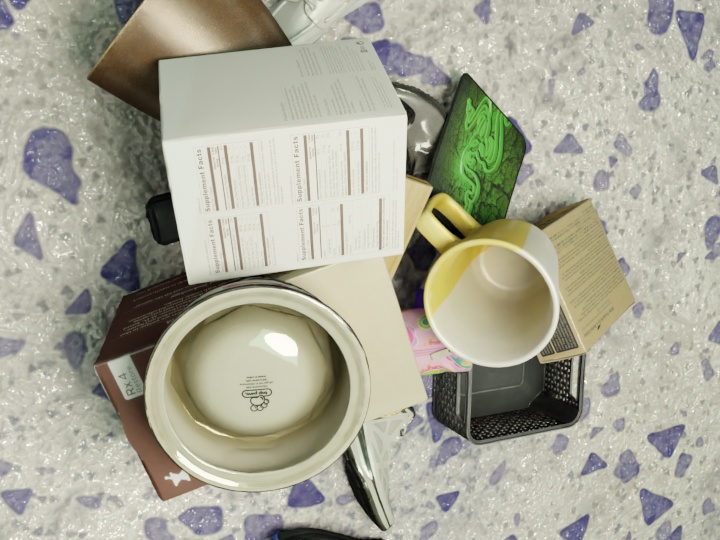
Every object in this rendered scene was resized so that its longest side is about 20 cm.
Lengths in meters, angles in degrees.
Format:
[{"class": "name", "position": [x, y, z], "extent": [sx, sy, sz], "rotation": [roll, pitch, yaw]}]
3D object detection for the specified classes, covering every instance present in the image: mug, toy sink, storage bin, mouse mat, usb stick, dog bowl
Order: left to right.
[{"class": "usb stick", "position": [-0.141, -0.078, 0.939], "extent": [0.199, 0.033, 0.056], "rotation": [-18, 107, -23]}, {"class": "dog bowl", "position": [-0.094, 0.096, 0.766], "extent": [0.199, 0.074, 0.201], "rotation": [-3, 109, -8]}, {"class": "toy sink", "position": [-0.024, 0.052, 0.879], "extent": [0.130, 0.112, 0.201], "rotation": [-20, 123, 0]}, {"class": "mouse mat", "position": [0.151, -0.131, 1.080], "extent": [0.161, 0.008, 0.201], "rotation": [37, 61, -37]}, {"class": "mug", "position": [0.160, -0.006, 0.970], "extent": [0.153, 0.149, 0.188], "rotation": [-46, 124, -60]}, {"class": "storage bin", "position": [0.209, 0.154, 1.183], "extent": [0.199, 0.094, 0.136], "rotation": [-4, 102, -25]}]

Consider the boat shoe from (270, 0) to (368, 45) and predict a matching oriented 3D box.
[{"class": "boat shoe", "position": [-0.053, -0.311, 0.960], "extent": [0.073, 0.065, 0.200], "rotation": [38, 71, 12]}]

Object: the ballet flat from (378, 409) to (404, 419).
[{"class": "ballet flat", "position": [-0.037, 0.170, 1.032], "extent": [0.199, 0.046, 0.068], "rotation": [-4, 126, 8]}]

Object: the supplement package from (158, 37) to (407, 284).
[{"class": "supplement package", "position": [-0.072, -0.103, 0.769], "extent": [0.199, 0.152, 0.151], "rotation": [-8, 130, -8]}]

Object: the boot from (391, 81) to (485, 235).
[{"class": "boot", "position": [0.076, -0.136, 1.048], "extent": [0.199, 0.070, 0.132], "rotation": [30, 65, -27]}]

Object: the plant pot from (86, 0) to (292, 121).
[{"class": "plant pot", "position": [-0.141, -0.206, 0.865], "extent": [0.200, 0.187, 0.187], "rotation": [38, 82, -20]}]

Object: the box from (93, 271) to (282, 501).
[{"class": "box", "position": [-0.162, 0.102, 0.903], "extent": [0.163, 0.200, 0.167], "rotation": [-20, 111, -1]}]

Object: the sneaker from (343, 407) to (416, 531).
[{"class": "sneaker", "position": [0.037, 0.244, 1.123], "extent": [0.115, 0.076, 0.201], "rotation": [-24, 108, -19]}]

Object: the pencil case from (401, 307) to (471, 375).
[{"class": "pencil case", "position": [0.047, 0.093, 1.049], "extent": [0.199, 0.087, 0.088], "rotation": [-5, 104, 5]}]

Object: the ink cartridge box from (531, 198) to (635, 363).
[{"class": "ink cartridge box", "position": [0.277, 0.010, 1.130], "extent": [0.200, 0.075, 0.165], "rotation": [-27, 95, -51]}]

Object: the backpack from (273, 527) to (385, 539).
[{"class": "backpack", "position": [-0.039, 0.433, 1.075], "extent": [0.199, 0.162, 0.168], "rotation": [25, 92, -29]}]

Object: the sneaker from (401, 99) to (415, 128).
[{"class": "sneaker", "position": [-0.019, -0.144, 0.957], "extent": [0.072, 0.083, 0.200], "rotation": [45, 49, 14]}]

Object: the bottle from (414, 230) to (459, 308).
[{"class": "bottle", "position": [0.115, 0.036, 1.122], "extent": [0.083, 0.065, 0.201], "rotation": [29, 87, -52]}]

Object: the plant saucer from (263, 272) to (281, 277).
[{"class": "plant saucer", "position": [-0.090, -0.112, 1.003], "extent": [0.200, 0.048, 0.200], "rotation": [-42, 115, -13]}]

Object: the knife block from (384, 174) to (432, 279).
[{"class": "knife block", "position": [0.000, 0.000, 0.952], "extent": [0.064, 0.200, 0.177], "rotation": [14, 64, -28]}]
